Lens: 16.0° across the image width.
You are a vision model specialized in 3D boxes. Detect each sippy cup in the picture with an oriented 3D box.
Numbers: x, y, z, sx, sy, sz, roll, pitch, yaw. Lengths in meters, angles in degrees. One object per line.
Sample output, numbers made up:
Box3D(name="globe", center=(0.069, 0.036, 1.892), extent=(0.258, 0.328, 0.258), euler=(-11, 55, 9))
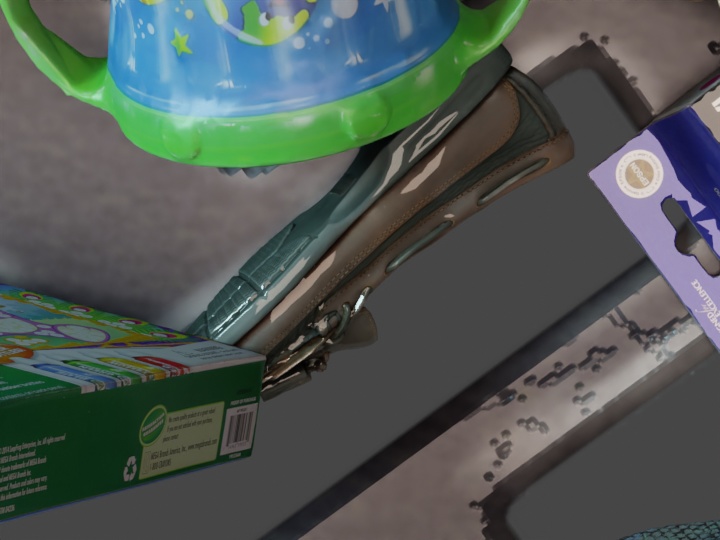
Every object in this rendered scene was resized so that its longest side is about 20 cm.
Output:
Box3D(name="sippy cup", center=(-0.035, -0.125, 0.918), extent=(0.177, 0.139, 0.131), euler=(-24, 120, -23))

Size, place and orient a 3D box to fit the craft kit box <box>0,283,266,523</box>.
Box3D(name="craft kit box", center=(-0.162, 0.033, 0.893), extent=(0.196, 0.200, 0.049), euler=(11, 97, 22))

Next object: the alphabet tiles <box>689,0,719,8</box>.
Box3D(name="alphabet tiles", center=(0.169, -0.189, 0.953), extent=(0.195, 0.015, 0.201), euler=(25, 97, 23))

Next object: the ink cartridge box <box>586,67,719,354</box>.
Box3D(name="ink cartridge box", center=(0.195, -0.061, 0.995), extent=(0.200, 0.037, 0.095), euler=(-37, 95, 6))

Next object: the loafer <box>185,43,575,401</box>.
Box3D(name="loafer", center=(0.000, 0.000, 0.986), extent=(0.063, 0.072, 0.200), euler=(43, 93, -11))

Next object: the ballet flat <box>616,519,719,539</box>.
Box3D(name="ballet flat", center=(0.146, 0.131, 1.001), extent=(0.199, 0.074, 0.075), euler=(-20, 96, 3))
